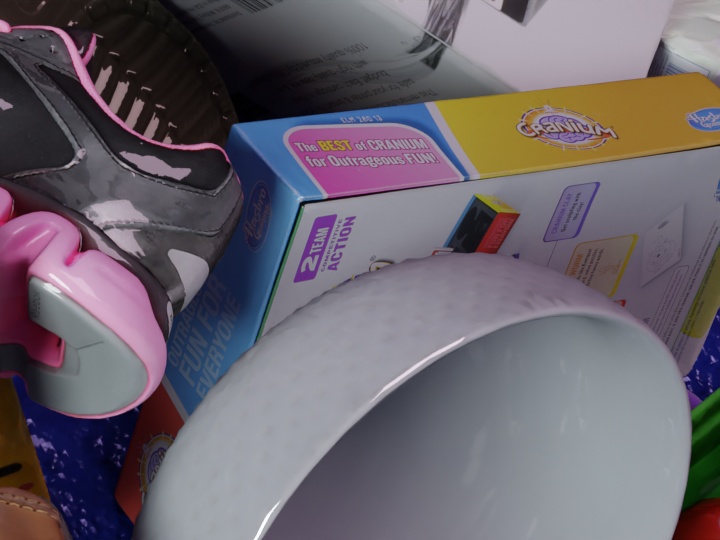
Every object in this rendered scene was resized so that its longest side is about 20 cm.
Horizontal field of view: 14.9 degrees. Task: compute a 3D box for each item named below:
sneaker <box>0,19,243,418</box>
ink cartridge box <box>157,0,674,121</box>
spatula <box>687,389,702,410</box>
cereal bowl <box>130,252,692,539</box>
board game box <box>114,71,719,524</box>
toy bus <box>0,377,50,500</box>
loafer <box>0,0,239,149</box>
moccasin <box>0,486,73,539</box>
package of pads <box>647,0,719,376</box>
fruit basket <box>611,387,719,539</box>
[{"bbox_3d":[-0.121,-0.042,0.784,0.200,0.079,0.095,32,60,11],"label":"sneaker"},{"bbox_3d":[-0.009,-0.109,0.985,0.200,0.147,0.083,31,69,-23],"label":"ink cartridge box"},{"bbox_3d":[0.071,0.073,1.011,0.056,0.021,0.200,38,40,19],"label":"spatula"},{"bbox_3d":[0.004,0.078,0.837,0.200,0.200,0.083,-8,35,-43],"label":"cereal bowl"},{"bbox_3d":[0.028,0.014,0.912,0.200,0.153,0.040,-9,42,-38],"label":"board game box"},{"bbox_3d":[-0.154,-0.010,0.848,0.065,0.078,0.200,-19,62,-7],"label":"toy bus"},{"bbox_3d":[-0.115,-0.076,0.948,0.200,0.068,0.076,52,54,-22],"label":"loafer"},{"bbox_3d":[-0.081,0.140,0.677,0.078,0.074,0.202,-2,55,-37],"label":"moccasin"},{"bbox_3d":[0.138,-0.068,1.091,0.068,0.155,0.200,22,37,6],"label":"package of pads"},{"bbox_3d":[0.188,0.088,0.957,0.156,0.216,0.215,49,40,8],"label":"fruit basket"}]
